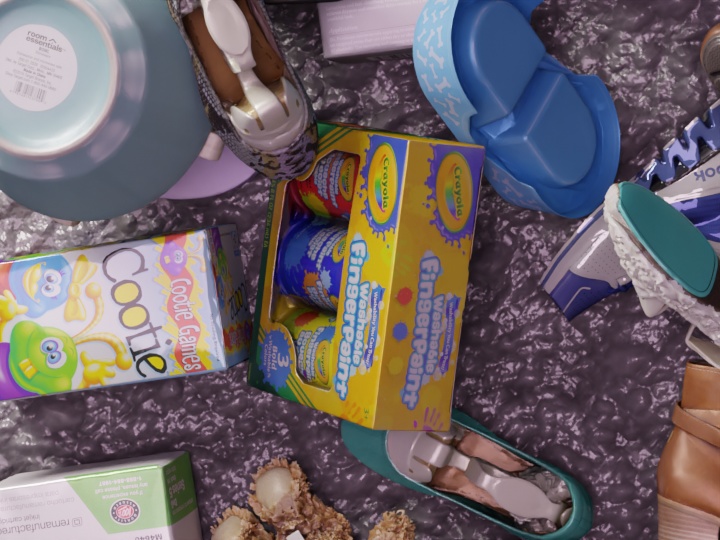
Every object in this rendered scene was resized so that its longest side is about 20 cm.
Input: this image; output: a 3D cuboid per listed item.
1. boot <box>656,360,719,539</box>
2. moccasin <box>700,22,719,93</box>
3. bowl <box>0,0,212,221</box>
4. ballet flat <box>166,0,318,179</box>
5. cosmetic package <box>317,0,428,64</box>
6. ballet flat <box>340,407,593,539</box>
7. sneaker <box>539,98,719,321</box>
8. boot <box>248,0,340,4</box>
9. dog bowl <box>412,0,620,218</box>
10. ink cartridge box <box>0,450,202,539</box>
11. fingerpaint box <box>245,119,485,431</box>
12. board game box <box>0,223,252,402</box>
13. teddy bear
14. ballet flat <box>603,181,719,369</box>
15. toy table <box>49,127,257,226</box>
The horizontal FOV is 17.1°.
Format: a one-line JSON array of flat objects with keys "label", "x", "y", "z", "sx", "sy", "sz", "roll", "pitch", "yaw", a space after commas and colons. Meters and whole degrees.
[{"label": "boot", "x": 0.312, "y": 0.148, "z": 1.701, "sx": 0.199, "sy": 0.077, "sz": 0.156, "roll": 8, "pitch": 91, "yaw": 16}, {"label": "moccasin", "x": 0.333, "y": -0.131, "z": 1.664, "sx": 0.200, "sy": 0.078, "sz": 0.074, "roll": 14, "pitch": 137, "yaw": -1}, {"label": "bowl", "x": -0.204, "y": -0.132, "z": 1.632, "sx": 0.199, "sy": 0.105, "sz": 0.202, "roll": 1, "pitch": 93, "yaw": 11}, {"label": "ballet flat", "x": -0.079, "y": -0.134, "z": 1.616, "sx": 0.072, "sy": 0.072, "sz": 0.201, "roll": -20, "pitch": 120, "yaw": 10}, {"label": "cosmetic package", "x": 0.018, "y": -0.254, "z": 1.713, "sx": 0.106, "sy": 0.090, "sz": 0.201, "roll": -4, "pitch": 90, "yaw": 10}, {"label": "ballet flat", "x": 0.078, "y": 0.140, "z": 1.733, "sx": 0.199, "sy": 0.070, "sz": 0.068, "roll": 24, "pitch": 84, "yaw": 7}, {"label": "sneaker", "x": 0.228, "y": -0.021, "z": 1.693, "sx": 0.199, "sy": 0.081, "sz": 0.115, "roll": -44, "pitch": 84, "yaw": 8}, {"label": "boot", "x": -0.076, "y": -0.271, "z": 1.676, "sx": 0.203, "sy": 0.073, "sz": 0.155, "roll": 26, "pitch": 114, "yaw": 51}, {"label": "dog bowl", "x": 0.107, "y": -0.122, "z": 1.671, "sx": 0.049, "sy": 0.112, "sz": 0.200, "roll": -4, "pitch": 136, "yaw": 45}, {"label": "ink cartridge box", "x": -0.189, "y": 0.247, "z": 1.779, "sx": 0.145, "sy": 0.084, "sz": 0.201, "roll": -9, "pitch": 92, "yaw": 10}, {"label": "fingerpaint box", "x": 0.000, "y": 0.000, "z": 1.690, "sx": 0.166, "sy": 0.073, "sz": 0.201, "roll": 15, "pitch": 100, "yaw": 54}, {"label": "board game box", "x": -0.190, "y": 0.032, "z": 1.756, "sx": 0.199, "sy": 0.105, "sz": 0.104, "roll": -9, "pitch": 92, "yaw": 10}, {"label": "teddy bear", "x": -0.023, "y": 0.230, "z": 1.768, "sx": 0.199, "sy": 0.067, "sz": 0.146, "roll": 25, "pitch": 88, "yaw": 14}, {"label": "ballet flat", "x": 0.233, "y": 0.024, "z": 1.640, "sx": 0.200, "sy": 0.072, "sz": 0.072, "roll": 39, "pitch": 99, "yaw": -6}, {"label": "toy table", "x": -0.169, "y": -0.122, "z": 1.737, "sx": 0.199, "sy": 0.117, "sz": 0.185, "roll": 10, "pitch": 95, "yaw": 10}]
